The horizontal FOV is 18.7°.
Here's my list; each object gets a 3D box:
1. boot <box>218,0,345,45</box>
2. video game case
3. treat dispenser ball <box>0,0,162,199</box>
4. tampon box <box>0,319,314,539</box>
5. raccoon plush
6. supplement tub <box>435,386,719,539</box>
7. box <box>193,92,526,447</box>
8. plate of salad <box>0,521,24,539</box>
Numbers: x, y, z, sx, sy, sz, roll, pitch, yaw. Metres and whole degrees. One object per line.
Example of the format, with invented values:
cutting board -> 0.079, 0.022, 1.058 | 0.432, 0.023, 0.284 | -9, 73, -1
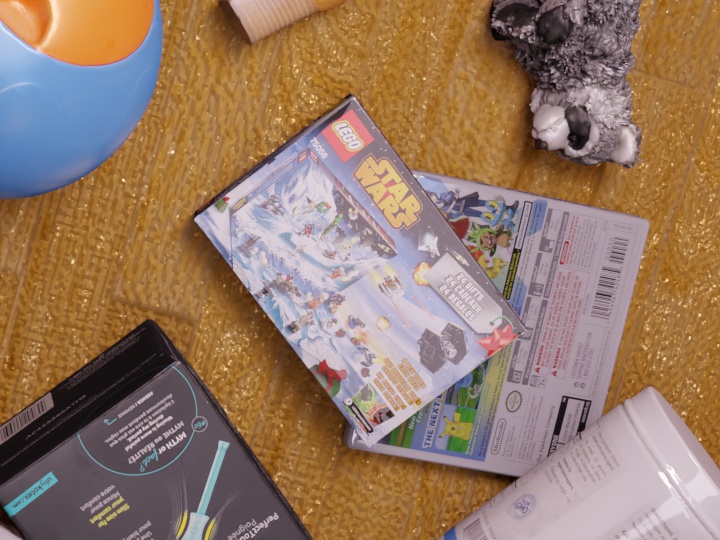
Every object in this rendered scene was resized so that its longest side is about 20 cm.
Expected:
boot -> -0.061, -0.262, 1.423 | 0.144, 0.071, 0.202 | -36, 110, -10
video game case -> 0.096, 0.043, 1.538 | 0.181, 0.022, 0.201 | 11, 99, -15
treat dispenser ball -> -0.220, -0.144, 1.334 | 0.200, 0.201, 0.202 | -3, 102, -12
tampon box -> -0.134, 0.164, 1.454 | 0.150, 0.126, 0.200 | -35, 107, -4
raccoon plush -> 0.183, -0.161, 1.486 | 0.200, 0.097, 0.134 | -38, 115, -4
supplement tub -> 0.158, 0.189, 1.508 | 0.200, 0.132, 0.132 | -36, 107, 8
box -> 0.000, 0.000, 1.479 | 0.137, 0.040, 0.200 | -36, 100, 4
plate of salad -> -0.201, 0.236, 1.414 | 0.048, 0.200, 0.200 | -37, 107, -11
